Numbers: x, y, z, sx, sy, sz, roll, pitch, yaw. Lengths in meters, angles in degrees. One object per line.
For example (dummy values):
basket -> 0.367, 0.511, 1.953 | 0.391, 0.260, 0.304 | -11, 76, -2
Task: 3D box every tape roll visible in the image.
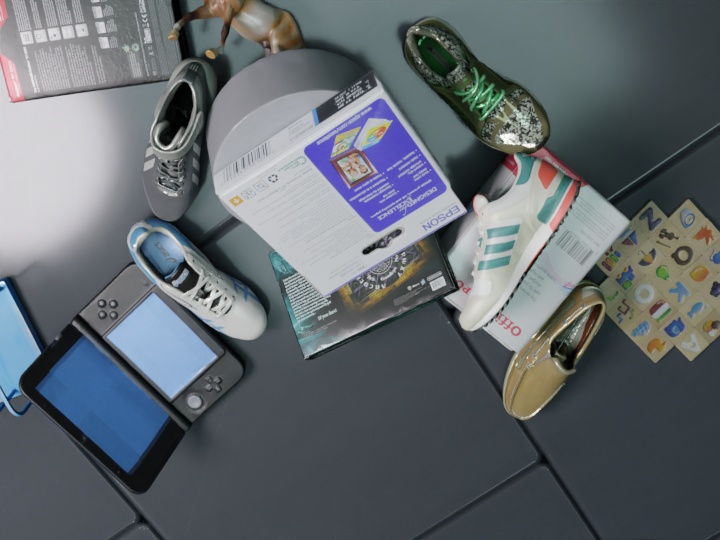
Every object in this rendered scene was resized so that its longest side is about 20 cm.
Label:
tape roll -> -0.062, -0.131, 0.852 | 0.196, 0.067, 0.202 | -12, 144, -8

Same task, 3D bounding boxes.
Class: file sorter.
file sorter -> -0.492, 0.124, 0.943 | 0.196, 0.123, 0.141 | -20, 107, 5

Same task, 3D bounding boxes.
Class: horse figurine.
horse figurine -> -0.112, -0.251, 0.850 | 0.198, 0.135, 0.049 | 34, 147, -27

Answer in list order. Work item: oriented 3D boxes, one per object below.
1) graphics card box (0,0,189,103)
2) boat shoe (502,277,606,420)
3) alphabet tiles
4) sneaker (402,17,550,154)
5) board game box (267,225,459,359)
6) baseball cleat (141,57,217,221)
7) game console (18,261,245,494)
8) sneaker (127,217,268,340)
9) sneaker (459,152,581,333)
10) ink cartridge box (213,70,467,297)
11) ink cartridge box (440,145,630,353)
graphics card box -> -0.290, -0.259, 0.865 | 0.195, 0.051, 0.128 | -8, 108, 1
boat shoe -> 0.236, 0.107, 0.988 | 0.070, 0.076, 0.203 | 19, 110, -11
alphabet tiles -> 0.387, 0.016, 1.004 | 0.199, 0.006, 0.167 | 42, 101, -13
sneaker -> 0.115, -0.193, 0.856 | 0.199, 0.088, 0.077 | 41, 110, 9
board game box -> 0.000, 0.000, 0.921 | 0.197, 0.028, 0.138 | -25, 76, 17
baseball cleat -> -0.205, -0.126, 0.861 | 0.068, 0.107, 0.203 | 16, 123, -3
game console -> -0.262, 0.125, 0.954 | 0.170, 0.119, 0.200 | -40, 106, 11
sneaker -> -0.192, 0.018, 0.947 | 0.199, 0.073, 0.072 | 41, 101, -15
sneaker -> 0.149, -0.033, 0.868 | 0.093, 0.070, 0.202 | 35, 106, 9
ink cartridge box -> -0.015, -0.080, 0.835 | 0.196, 0.044, 0.200 | -30, 136, 14
ink cartridge box -> 0.187, -0.033, 0.938 | 0.147, 0.086, 0.201 | 37, 105, -11
